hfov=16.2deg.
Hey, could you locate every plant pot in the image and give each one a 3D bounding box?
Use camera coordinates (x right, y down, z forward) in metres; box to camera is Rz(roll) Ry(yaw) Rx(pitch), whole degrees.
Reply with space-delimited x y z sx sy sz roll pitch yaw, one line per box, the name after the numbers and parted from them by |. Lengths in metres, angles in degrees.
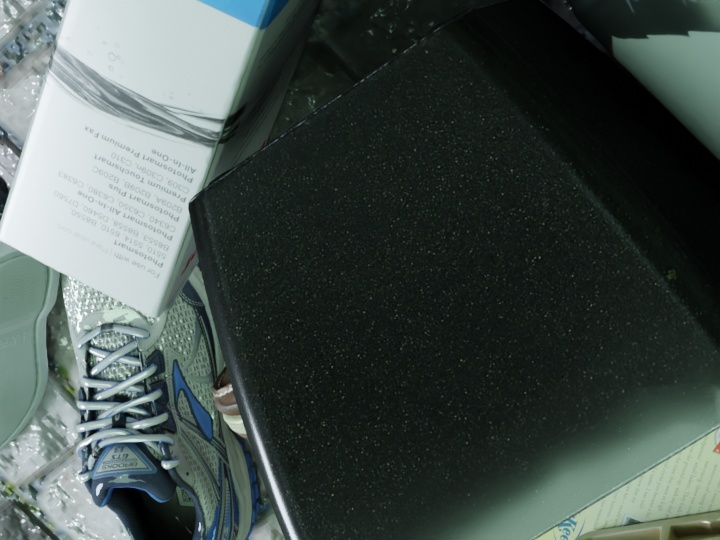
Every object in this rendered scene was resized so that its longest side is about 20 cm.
0.047 0.004 1.003 0.199 0.200 0.178 -34 90 18 | plant pot

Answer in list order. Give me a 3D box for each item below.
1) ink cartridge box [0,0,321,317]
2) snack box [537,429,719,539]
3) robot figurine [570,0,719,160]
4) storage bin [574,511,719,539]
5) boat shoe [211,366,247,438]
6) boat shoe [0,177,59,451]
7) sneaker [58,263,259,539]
-0.070 -0.104 1.064 0.084 0.146 0.201 25 125 2 | ink cartridge box
0.154 0.069 1.158 0.115 0.037 0.201 20 125 7 | snack box
0.162 -0.105 0.992 0.200 0.150 0.125 43 112 -9 | robot figurine
0.192 0.216 1.134 0.197 0.094 0.201 -11 106 27 | storage bin
0.001 -0.003 1.151 0.202 0.075 0.075 -36 105 21 | boat shoe
-0.193 0.028 1.246 0.061 0.075 0.200 58 142 26 | boat shoe
-0.101 0.070 1.222 0.077 0.085 0.201 -7 117 23 | sneaker
